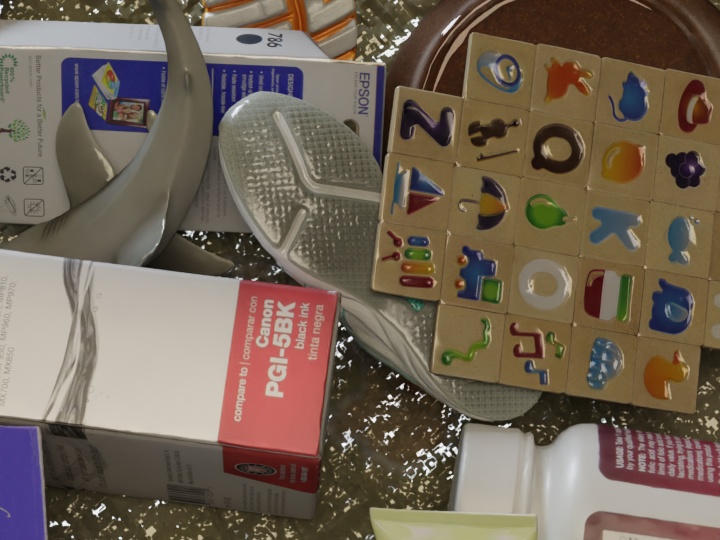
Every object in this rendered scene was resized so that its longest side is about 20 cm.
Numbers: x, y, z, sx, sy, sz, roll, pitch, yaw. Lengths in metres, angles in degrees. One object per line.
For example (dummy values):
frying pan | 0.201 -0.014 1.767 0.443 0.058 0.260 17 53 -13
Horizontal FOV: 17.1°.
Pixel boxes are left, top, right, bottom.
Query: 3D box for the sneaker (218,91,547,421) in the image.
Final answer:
sneaker | 0.000 0.000 1.156 0.070 0.080 0.200 -44 95 -17

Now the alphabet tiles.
alphabet tiles | 0.106 -0.023 1.145 0.200 0.006 0.167 9 78 -14

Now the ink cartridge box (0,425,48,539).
ink cartridge box | -0.239 0.157 1.081 0.200 0.043 0.198 2 116 6

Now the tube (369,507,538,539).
tube | 0.049 0.198 1.092 0.058 0.052 0.200 -14 112 -21

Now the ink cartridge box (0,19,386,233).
ink cartridge box | -0.088 -0.069 1.181 0.200 0.039 0.100 4 119 -1

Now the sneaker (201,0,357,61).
sneaker | -0.052 -0.163 1.215 0.078 0.077 0.200 -16 96 0

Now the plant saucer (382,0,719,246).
plant saucer | 0.105 -0.072 1.202 0.200 0.034 0.200 -2 74 6

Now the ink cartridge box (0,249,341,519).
ink cartridge box | -0.114 0.053 1.122 0.200 0.147 0.083 7 73 -1

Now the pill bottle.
pill bottle | 0.140 0.134 1.128 0.200 0.114 0.114 9 77 1

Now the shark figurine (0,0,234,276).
shark figurine | -0.103 -0.046 1.125 0.128 0.090 0.215 18 120 -11
